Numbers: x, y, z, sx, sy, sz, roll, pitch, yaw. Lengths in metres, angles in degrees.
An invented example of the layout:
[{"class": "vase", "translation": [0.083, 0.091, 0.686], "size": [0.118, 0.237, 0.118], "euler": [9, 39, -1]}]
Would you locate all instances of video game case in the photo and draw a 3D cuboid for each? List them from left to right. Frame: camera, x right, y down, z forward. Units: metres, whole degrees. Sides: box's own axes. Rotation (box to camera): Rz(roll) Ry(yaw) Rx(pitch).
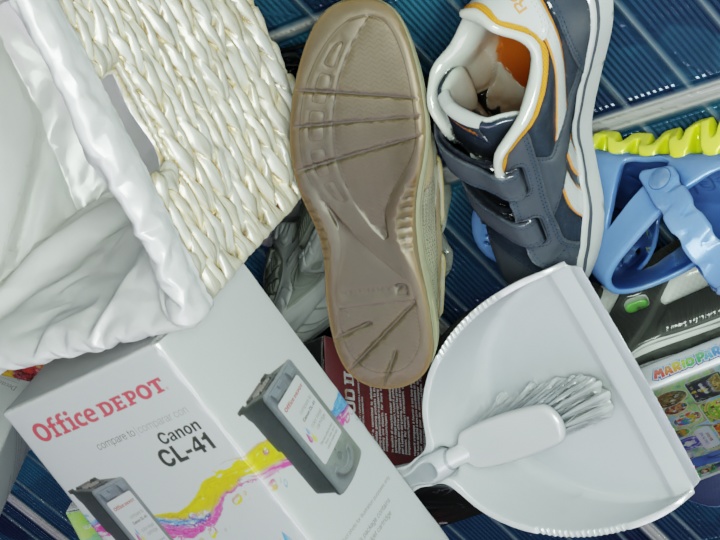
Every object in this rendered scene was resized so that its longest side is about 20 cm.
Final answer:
[{"class": "video game case", "translation": [0.207, 0.071, 1.269], "size": [0.199, 0.018, 0.143], "euler": [-23, 150, 12]}]

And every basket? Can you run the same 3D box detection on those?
[{"class": "basket", "translation": [-0.155, -0.075, 1.186], "size": [0.199, 0.161, 0.199], "euler": [-13, 112, 38]}]

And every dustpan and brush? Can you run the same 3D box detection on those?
[{"class": "dustpan and brush", "translation": [0.065, 0.091, 1.213], "size": [0.199, 0.057, 0.140], "euler": [-25, 96, 50]}]

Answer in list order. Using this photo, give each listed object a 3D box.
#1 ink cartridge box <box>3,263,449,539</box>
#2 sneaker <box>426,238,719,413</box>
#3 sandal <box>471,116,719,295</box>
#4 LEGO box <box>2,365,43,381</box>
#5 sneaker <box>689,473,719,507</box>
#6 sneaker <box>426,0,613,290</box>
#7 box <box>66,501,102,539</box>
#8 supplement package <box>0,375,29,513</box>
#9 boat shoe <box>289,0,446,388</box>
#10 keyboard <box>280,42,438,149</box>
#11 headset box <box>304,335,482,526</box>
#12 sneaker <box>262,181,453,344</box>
[{"class": "ink cartridge box", "translation": [-0.072, 0.110, 1.231], "size": [0.147, 0.086, 0.200], "euler": [-24, 110, 43]}, {"class": "sneaker", "translation": [0.142, 0.055, 1.291], "size": [0.199, 0.076, 0.116], "euler": [-19, 143, 6]}, {"class": "sandal", "translation": [0.138, -0.026, 1.215], "size": [0.199, 0.088, 0.079], "euler": [-10, 140, 41]}, {"class": "LEGO box", "translation": [-0.236, -0.024, 1.418], "size": [0.148, 0.078, 0.201], "euler": [12, 145, 14]}, {"class": "sneaker", "translation": [0.155, 0.096, 1.379], "size": [0.199, 0.083, 0.074], "euler": [35, 142, -24]}, {"class": "sneaker", "translation": [0.074, -0.063, 1.154], "size": [0.078, 0.079, 0.201], "euler": [32, 136, 39]}, {"class": "box", "translation": [-0.070, 0.202, 1.367], "size": [0.143, 0.036, 0.201], "euler": [-15, 111, 27]}, {"class": "supplement package", "translation": [-0.294, 0.127, 1.548], "size": [0.116, 0.201, 0.117], "euler": [19, 146, 1]}, {"class": "boat shoe", "translation": [0.010, -0.043, 1.186], "size": [0.071, 0.065, 0.202], "euler": [-3, 107, 15]}, {"class": "keyboard", "translation": [-0.018, -0.097, 1.256], "size": [0.199, 0.040, 0.104], "euler": [-2, 160, 32]}, {"class": "headset box", "translation": [-0.005, 0.104, 1.414], "size": [0.199, 0.078, 0.148], "euler": [12, 156, -39]}, {"class": "sneaker", "translation": [0.000, 0.000, 1.336], "size": [0.098, 0.079, 0.200], "euler": [9, 156, -13]}]
